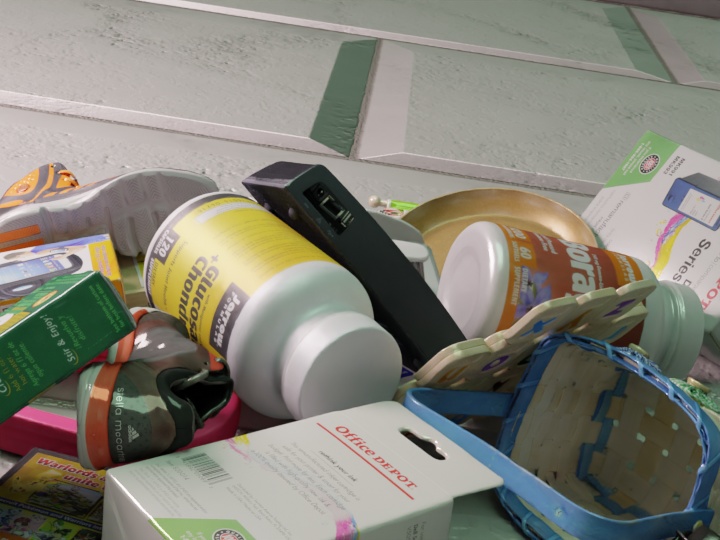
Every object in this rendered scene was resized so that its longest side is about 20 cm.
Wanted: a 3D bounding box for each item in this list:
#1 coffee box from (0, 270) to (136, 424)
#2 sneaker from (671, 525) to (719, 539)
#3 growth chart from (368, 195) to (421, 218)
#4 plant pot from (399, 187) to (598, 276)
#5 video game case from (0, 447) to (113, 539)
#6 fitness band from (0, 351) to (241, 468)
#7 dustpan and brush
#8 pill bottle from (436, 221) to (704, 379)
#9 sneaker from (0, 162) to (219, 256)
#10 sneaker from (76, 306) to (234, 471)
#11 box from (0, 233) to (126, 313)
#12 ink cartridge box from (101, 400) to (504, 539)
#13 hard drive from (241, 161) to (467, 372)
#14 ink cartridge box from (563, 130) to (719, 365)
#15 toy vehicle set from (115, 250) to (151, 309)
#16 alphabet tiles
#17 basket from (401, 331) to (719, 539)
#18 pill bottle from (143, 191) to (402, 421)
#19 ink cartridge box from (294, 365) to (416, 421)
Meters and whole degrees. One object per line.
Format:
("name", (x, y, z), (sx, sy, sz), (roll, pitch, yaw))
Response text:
("coffee box", (-0.232, 0.073, 0.758), (0.199, 0.044, 0.123), (-37, 13, -22))
("sneaker", (0.169, 0.190, 0.731), (0.199, 0.092, 0.076), (-15, 36, -42))
("growth chart", (0.090, -0.026, 1.316), (0.143, 0.018, 0.200), (5, 24, -11))
("plant pot", (0.115, -0.006, 1.194), (0.197, 0.028, 0.201), (-4, 39, 3))
("video game case", (-0.141, 0.174, 0.743), (0.198, 0.026, 0.181), (13, 23, 13))
("fitness band", (-0.180, 0.088, 0.919), (0.197, 0.038, 0.144), (12, 23, 11))
("dustpan and brush", (-0.010, -0.016, 1.097), (0.198, 0.058, 0.140), (9, 36, -19))
("pill bottle", (0.169, 0.034, 1.056), (0.198, 0.113, 0.112), (12, 20, -19))
("sneaker", (-0.221, -0.060, 1.109), (0.197, 0.078, 0.112), (-10, 27, -14))
("sneaker", (-0.115, 0.075, 0.810), (0.081, 0.078, 0.200), (1, 14, 2))
("box", (-0.276, 0.022, 0.980), (0.197, 0.042, 0.119), (-9, 20, -13))
("ink cartridge box", (-0.030, 0.142, 0.733), (0.198, 0.068, 0.117), (-10, 27, -35))
("hard drive", (0.000, 0.000, 0.984), (0.042, 0.200, 0.135), (-43, 17, -11))
("ink cartridge box", (0.300, -0.020, 1.190), (0.200, 0.146, 0.087), (37, -4, 47))
("toy vehicle set", (-0.160, -0.001, 1.104), (0.197, 0.027, 0.124), (-9, 26, -13))
("alphabet tiles", (0.108, 0.062, 0.915), (0.198, 0.196, 0.015), (-11, 65, -38))
("basket", (0.142, 0.117, 0.828), (0.198, 0.141, 0.176), (0, 22, -43))
("pill bottle", (-0.060, 0.031, 0.908), (0.111, 0.113, 0.200), (-8, 28, -35))
("ink cartridge box", (-0.033, 0.075, 0.997), (0.094, 0.038, 0.199), (-10, 24, -39))
